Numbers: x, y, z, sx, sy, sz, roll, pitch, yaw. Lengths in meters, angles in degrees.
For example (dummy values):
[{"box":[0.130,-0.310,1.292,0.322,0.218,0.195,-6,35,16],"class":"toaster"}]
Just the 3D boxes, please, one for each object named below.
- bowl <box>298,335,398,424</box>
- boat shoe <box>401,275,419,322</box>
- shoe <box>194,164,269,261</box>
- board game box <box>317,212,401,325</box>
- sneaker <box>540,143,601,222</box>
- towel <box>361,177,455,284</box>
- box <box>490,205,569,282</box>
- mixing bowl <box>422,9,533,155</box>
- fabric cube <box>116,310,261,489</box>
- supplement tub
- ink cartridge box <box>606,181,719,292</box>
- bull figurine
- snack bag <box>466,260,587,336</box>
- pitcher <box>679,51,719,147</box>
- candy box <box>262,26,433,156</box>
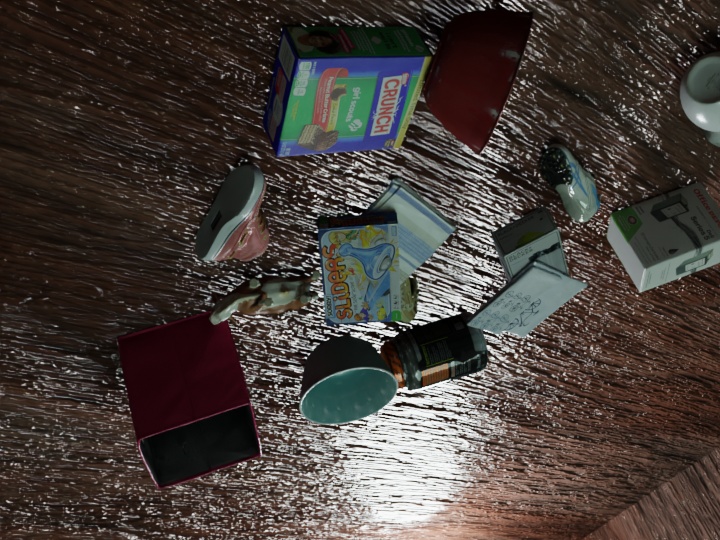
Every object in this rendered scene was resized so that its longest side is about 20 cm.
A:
[{"box":[-0.032,0.201,1.894,0.196,0.107,0.203,-10,144,-7],"class":"bowl"},{"box":[0.077,0.027,1.764,0.062,0.074,0.201,-23,145,4],"class":"boat shoe"},{"box":[-0.171,-0.083,1.475,0.090,0.073,0.200,3,143,-36],"class":"shoe"},{"box":[0.000,0.000,1.635,0.132,0.035,0.203,-4,126,1],"class":"board game box"},{"box":[0.369,-0.163,1.705,0.073,0.071,0.200,-56,140,-13],"class":"sneaker"},{"box":[0.047,-0.049,1.638,0.146,0.024,0.200,33,118,-22],"class":"towel"},{"box":[0.325,-0.025,1.856,0.115,0.061,0.201,-26,146,3],"class":"box"},{"box":[0.149,-0.272,1.334,0.106,0.202,0.202,20,137,-1],"class":"mixing bowl"},{"box":[-0.295,0.221,1.689,0.196,0.202,0.198,-16,147,-10],"class":"fabric cube"},{"box":[0.145,0.166,1.948,0.196,0.124,0.124,-15,145,-12],"class":"supplement tub"},{"box":[0.599,-0.067,1.889,0.196,0.147,0.085,-20,145,-6],"class":"ink cartridge box"},{"box":[-0.157,0.043,1.637,0.197,0.067,0.121,-13,178,-28],"class":"bull figurine"},{"box":[0.327,0.066,1.906,0.198,0.022,0.188,18,128,-45],"class":"snack bag"},{"box":[0.617,-0.306,1.624,0.173,0.121,0.199,-57,149,11],"class":"pitcher"},{"box":[-0.020,-0.245,1.337,0.196,0.078,0.171,-8,142,-24],"class":"candy box"}]
